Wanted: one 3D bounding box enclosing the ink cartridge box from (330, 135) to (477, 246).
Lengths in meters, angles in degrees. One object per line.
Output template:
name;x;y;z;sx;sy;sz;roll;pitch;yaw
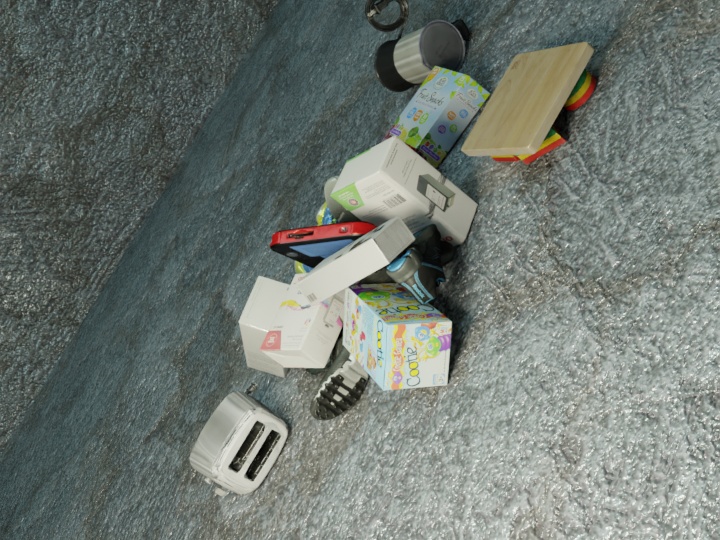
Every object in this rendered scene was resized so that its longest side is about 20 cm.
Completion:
ink cartridge box;0.075;-0.118;1.630;0.145;0.200;0.084;-20;39;52

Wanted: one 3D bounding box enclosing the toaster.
toaster;-0.211;0.306;1.732;0.200;0.114;0.129;-57;28;-9

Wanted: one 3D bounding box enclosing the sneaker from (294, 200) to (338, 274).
sneaker;-0.049;-0.062;1.893;0.105;0.076;0.200;22;86;53

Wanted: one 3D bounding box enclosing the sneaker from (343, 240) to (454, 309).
sneaker;0.065;0.020;1.617;0.200;0.104;0.060;-15;36;-6

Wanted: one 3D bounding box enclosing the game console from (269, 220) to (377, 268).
game console;-0.035;-0.037;1.642;0.200;0.177;0.031;-5;71;26

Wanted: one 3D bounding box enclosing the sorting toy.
sorting toy;0.287;-0.262;1.578;0.200;0.070;0.199;-59;25;-9

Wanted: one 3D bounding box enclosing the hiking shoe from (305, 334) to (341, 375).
hiking shoe;-0.080;0.100;1.774;0.074;0.087;0.200;-32;33;42

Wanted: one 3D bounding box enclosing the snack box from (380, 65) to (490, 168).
snack box;0.141;-0.295;1.889;0.200;0.068;0.169;-53;26;3

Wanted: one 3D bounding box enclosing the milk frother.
milk frother;0.109;-0.506;2.058;0.188;0.200;0.181;-3;52;60

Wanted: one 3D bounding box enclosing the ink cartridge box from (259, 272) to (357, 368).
ink cartridge box;-0.082;0.068;1.678;0.116;0.067;0.200;-6;52;47

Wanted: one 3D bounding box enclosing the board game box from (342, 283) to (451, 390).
board game box;0.052;0.097;1.474;0.200;0.103;0.105;-139;49;-66

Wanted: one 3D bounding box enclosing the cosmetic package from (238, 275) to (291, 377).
cosmetic package;-0.165;0.109;1.810;0.200;0.085;0.108;91;-163;-59

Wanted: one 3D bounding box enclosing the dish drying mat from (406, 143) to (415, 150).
dish drying mat;0.063;-0.141;1.816;0.077;0.018;0.200;-137;59;-64

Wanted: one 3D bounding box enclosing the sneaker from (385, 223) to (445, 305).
sneaker;0.095;-0.010;1.514;0.073;0.082;0.200;-34;10;26

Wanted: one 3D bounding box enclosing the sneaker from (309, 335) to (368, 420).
sneaker;-0.022;0.164;1.622;0.200;0.066;0.090;-55;21;-9

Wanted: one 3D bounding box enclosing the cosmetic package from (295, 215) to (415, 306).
cosmetic package;-0.011;-0.014;1.515;0.200;0.051;0.083;-30;7;44

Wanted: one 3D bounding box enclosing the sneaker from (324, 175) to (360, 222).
sneaker;0.013;-0.104;1.730;0.070;0.200;0.080;-31;28;35
